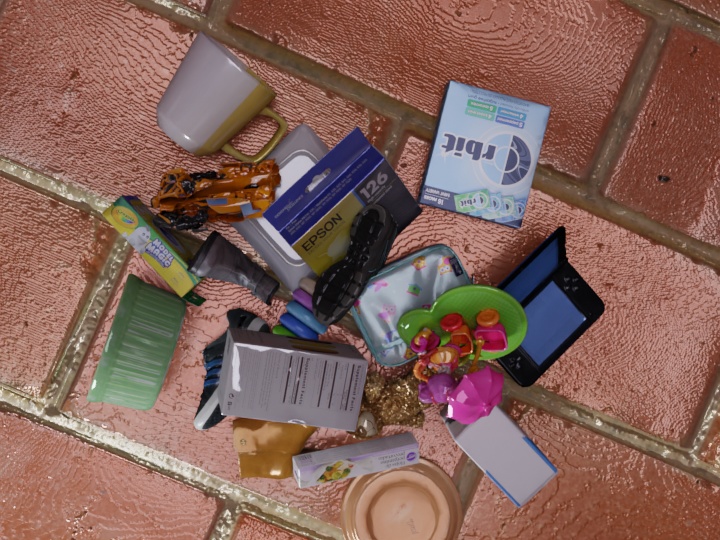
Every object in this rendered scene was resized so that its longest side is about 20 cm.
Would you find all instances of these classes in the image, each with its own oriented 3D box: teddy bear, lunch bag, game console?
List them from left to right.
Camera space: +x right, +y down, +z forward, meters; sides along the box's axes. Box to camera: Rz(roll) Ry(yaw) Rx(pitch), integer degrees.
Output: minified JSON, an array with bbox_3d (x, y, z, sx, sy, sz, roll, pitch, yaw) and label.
[{"bbox_3d":[0.059,0.206,1.618,0.199,0.145,0.067,-16,50,-8],"label":"teddy bear"},{"bbox_3d":[0.090,0.056,1.629,0.200,0.077,0.161,-24,93,-3],"label":"lunch bag"},{"bbox_3d":[0.285,0.060,1.608,0.200,0.118,0.171,-43,94,-10],"label":"game console"}]

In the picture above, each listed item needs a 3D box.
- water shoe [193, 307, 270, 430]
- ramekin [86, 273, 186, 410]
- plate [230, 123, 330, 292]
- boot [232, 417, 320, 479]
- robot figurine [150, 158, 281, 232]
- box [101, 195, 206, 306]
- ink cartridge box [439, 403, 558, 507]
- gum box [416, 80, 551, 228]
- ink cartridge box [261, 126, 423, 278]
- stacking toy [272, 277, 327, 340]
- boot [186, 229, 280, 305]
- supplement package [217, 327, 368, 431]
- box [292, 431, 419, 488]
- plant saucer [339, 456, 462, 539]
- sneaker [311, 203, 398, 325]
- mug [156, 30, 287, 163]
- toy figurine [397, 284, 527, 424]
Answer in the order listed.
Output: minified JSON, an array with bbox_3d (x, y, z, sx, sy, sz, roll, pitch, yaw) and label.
[{"bbox_3d":[-0.217,0.155,1.627,0.079,0.071,0.200,30,89,21],"label":"water shoe"},{"bbox_3d":[-0.334,0.114,1.547,0.097,0.200,0.201,19,91,-12],"label":"ramekin"},{"bbox_3d":[-0.097,-0.099,1.634,0.199,0.032,0.200,-42,94,-2],"label":"plate"},{"bbox_3d":[-0.130,0.233,1.622,0.144,0.071,0.202,2,97,-8],"label":"boot"},{"bbox_3d":[-0.224,-0.120,1.567,0.199,0.145,0.058,-5,128,4],"label":"robot figurine"},{"bbox_3d":[-0.302,-0.029,1.580,0.048,0.117,0.200,-41,95,1],"label":"box"},{"bbox_3d":[0.208,0.262,1.584,0.084,0.200,0.145,-44,94,1],"label":"ink cartridge box"},{"bbox_3d":[0.196,-0.184,1.644,0.169,0.045,0.201,14,92,-4],"label":"gum box"},{"bbox_3d":[-0.021,-0.087,1.576,0.198,0.047,0.200,-43,139,-1],"label":"ink cartridge box"},{"bbox_3d":[-0.110,0.113,1.608,0.085,0.085,0.200,35,86,-4],"label":"stacking toy"},{"bbox_3d":[-0.181,0.002,1.549,0.132,0.200,0.070,36,98,-1],"label":"boot"},{"bbox_3d":[-0.102,0.160,1.521,0.199,0.114,0.110,9,96,-13],"label":"supplement package"},{"bbox_3d":[-0.007,0.298,1.617,0.199,0.041,0.039,-10,115,-16],"label":"box"},{"bbox_3d":[0.067,0.398,1.662,0.200,0.032,0.201,0,93,-4],"label":"plant saucer"},{"bbox_3d":[0.000,0.000,1.560,0.075,0.079,0.200,29,86,31],"label":"sneaker"},{"bbox_3d":[-0.218,-0.247,1.569,0.186,0.149,0.153,41,97,4],"label":"mug"},{"bbox_3d":[0.137,0.137,1.483,0.199,0.184,0.150,-6,128,17],"label":"toy figurine"}]
